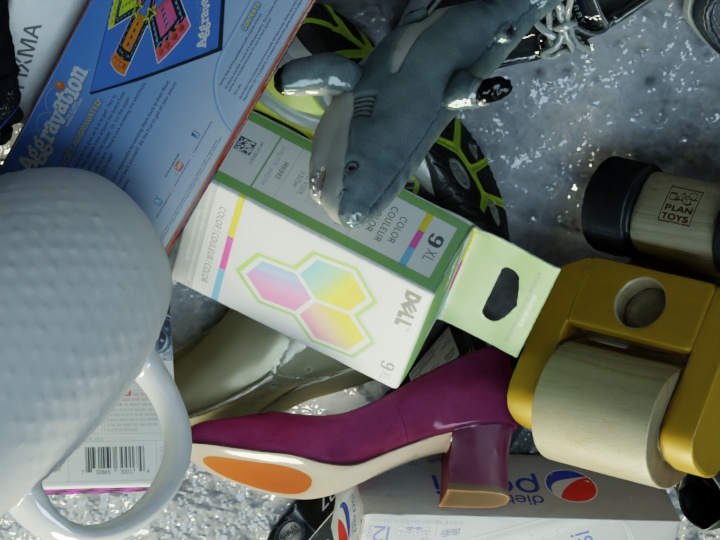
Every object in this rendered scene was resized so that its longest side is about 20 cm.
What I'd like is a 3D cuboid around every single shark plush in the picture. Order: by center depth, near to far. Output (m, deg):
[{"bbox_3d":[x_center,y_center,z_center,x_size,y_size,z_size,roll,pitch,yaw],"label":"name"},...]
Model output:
[{"bbox_3d":[0.052,-0.093,1.427,0.199,0.083,0.091,-30,120,-17],"label":"shark plush"}]

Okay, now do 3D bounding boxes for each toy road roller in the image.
[{"bbox_3d":[0.189,0.041,1.578,0.146,0.122,0.201,46,64,-51],"label":"toy road roller"}]

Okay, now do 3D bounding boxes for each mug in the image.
[{"bbox_3d":[-0.170,0.051,1.388,0.200,0.175,0.148,51,146,-3],"label":"mug"}]

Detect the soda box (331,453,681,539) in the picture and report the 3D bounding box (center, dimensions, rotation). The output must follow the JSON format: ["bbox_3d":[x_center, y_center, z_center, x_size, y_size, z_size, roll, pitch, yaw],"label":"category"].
[{"bbox_3d":[0.086,0.154,1.635,0.199,0.068,0.064,3,121,-15],"label":"soda box"}]

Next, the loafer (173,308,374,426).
[{"bbox_3d":[-0.061,0.046,1.586,0.199,0.076,0.069,-23,123,-9],"label":"loafer"}]

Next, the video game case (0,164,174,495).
[{"bbox_3d":[-0.199,0.032,1.480,0.199,0.036,0.183,0,81,-25],"label":"video game case"}]

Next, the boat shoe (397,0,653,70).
[{"bbox_3d":[0.113,-0.153,1.497,0.198,0.068,0.074,-24,124,3],"label":"boat shoe"}]

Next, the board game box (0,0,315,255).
[{"bbox_3d":[-0.105,-0.103,1.430,0.103,0.019,0.201,33,113,1],"label":"board game box"}]

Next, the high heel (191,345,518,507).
[{"bbox_3d":[-0.006,0.081,1.573,0.199,0.097,0.067,9,155,-16],"label":"high heel"}]

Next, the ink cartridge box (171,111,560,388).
[{"bbox_3d":[0.000,0.000,1.502,0.199,0.059,0.104,27,146,4],"label":"ink cartridge box"}]

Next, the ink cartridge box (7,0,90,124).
[{"bbox_3d":[-0.177,-0.175,1.431,0.175,0.045,0.201,9,119,-19],"label":"ink cartridge box"}]

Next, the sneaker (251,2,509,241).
[{"bbox_3d":[0.009,-0.066,1.536,0.076,0.076,0.200,-34,115,23],"label":"sneaker"}]

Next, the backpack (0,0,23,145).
[{"bbox_3d":[-0.273,-0.092,1.350,0.181,0.200,0.135,-1,115,8],"label":"backpack"}]

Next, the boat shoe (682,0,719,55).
[{"bbox_3d":[0.274,-0.116,1.562,0.199,0.062,0.075,28,114,-26],"label":"boat shoe"}]

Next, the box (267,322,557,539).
[{"bbox_3d":[0.064,0.142,1.689,0.160,0.044,0.200,29,112,-27],"label":"box"}]

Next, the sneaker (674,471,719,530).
[{"bbox_3d":[0.237,0.134,1.693,0.104,0.060,0.201,-38,122,-27],"label":"sneaker"}]
